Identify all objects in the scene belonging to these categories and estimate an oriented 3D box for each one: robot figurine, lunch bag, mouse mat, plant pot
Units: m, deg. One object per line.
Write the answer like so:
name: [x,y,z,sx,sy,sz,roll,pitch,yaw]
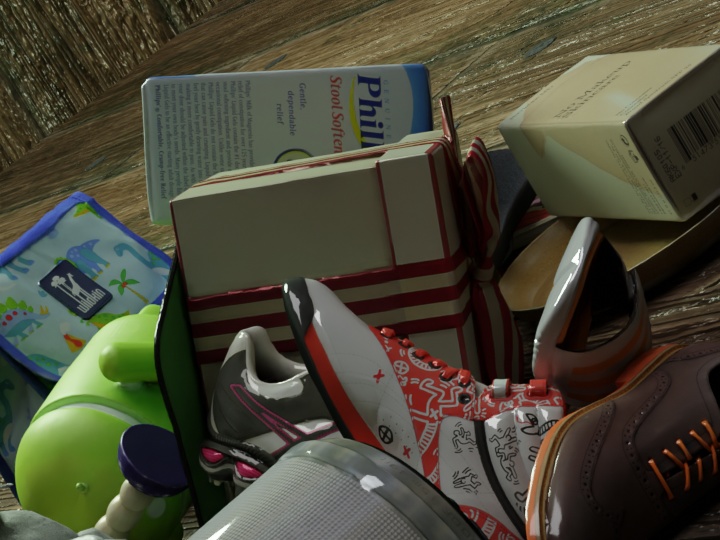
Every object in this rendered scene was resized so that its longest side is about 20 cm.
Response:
robot figurine: [-0.149,0.108,1.643,0.200,0.115,0.176,-58,-12,-51]
lunch bag: [-0.203,0.064,1.867,0.127,0.201,0.170,-21,17,42]
mouse mat: [-0.093,0.085,1.529,0.007,0.201,0.161,-6,30,8]
plant pot: [0.180,-0.022,1.669,0.199,0.028,0.200,-31,14,9]

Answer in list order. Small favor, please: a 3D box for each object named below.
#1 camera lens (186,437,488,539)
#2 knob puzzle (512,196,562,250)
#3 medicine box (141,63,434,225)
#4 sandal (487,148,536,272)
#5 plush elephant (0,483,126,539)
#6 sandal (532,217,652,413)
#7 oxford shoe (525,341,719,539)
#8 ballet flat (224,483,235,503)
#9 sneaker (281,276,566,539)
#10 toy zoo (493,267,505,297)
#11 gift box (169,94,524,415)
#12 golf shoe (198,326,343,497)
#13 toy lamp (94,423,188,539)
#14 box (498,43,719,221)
camera lens: [-0.032,0.186,1.139,0.200,0.161,0.160,-40,15,-26]
knob puzzle: [0.119,-0.058,1.863,0.218,0.031,0.220,-22,13,5]
medicine box: [-0.053,-0.088,1.813,0.198,0.104,0.182,-4,2,-3]
sandal: [0.076,-0.015,1.757,0.076,0.043,0.200,6,36,30]
plush elephant: [-0.188,0.213,1.437,0.164,0.201,0.155,-23,33,10]
sandal: [0.129,0.042,1.377,0.207,0.059,0.080,88,-157,-63]
oxford shoe: [0.146,0.091,1.266,0.072,0.072,0.200,-15,22,40]
ballet flat: [-0.042,0.143,1.507,0.068,0.069,0.200,-36,14,-8]
sneaker: [0.044,0.071,1.344,0.107,0.202,0.067,-28,-21,-5]
toy zoo: [0.045,0.038,1.778,0.131,0.021,0.200,-31,14,7]
gift box: [0.000,0.000,1.566,0.185,0.186,0.200,-9,12,10]
golf shoe: [-0.004,0.096,1.406,0.199,0.089,0.077,15,16,29]
toy lamp: [-0.166,0.181,1.547,0.201,0.058,0.058,-59,-1,31]
box: [0.180,-0.090,1.677,0.095,0.078,0.200,-38,14,-17]
